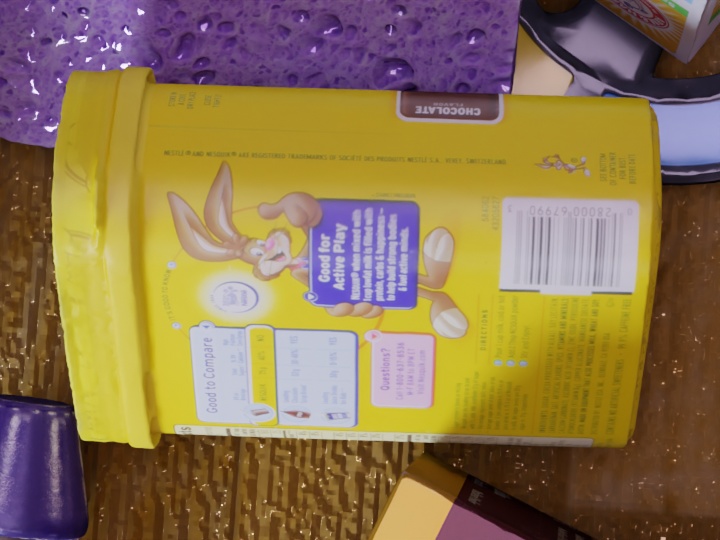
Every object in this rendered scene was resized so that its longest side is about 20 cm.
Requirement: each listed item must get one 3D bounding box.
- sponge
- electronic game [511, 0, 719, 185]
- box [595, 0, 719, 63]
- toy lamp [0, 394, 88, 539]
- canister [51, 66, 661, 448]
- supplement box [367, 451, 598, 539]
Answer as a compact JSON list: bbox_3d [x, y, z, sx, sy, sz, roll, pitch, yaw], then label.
[{"bbox_3d":[-0.043,-0.080,0.865,0.199,0.112,0.030,10,46,5],"label":"sponge"},{"bbox_3d":[0.117,-0.132,0.886,0.199,0.042,0.201,0,88,5],"label":"electronic game"},{"bbox_3d":[0.129,-0.188,0.821,0.112,0.101,0.200,37,84,8],"label":"box"},{"bbox_3d":[-0.137,0.147,0.892,0.058,0.058,0.201,10,91,5],"label":"toy lamp"},{"bbox_3d":[0.000,0.000,0.842,0.199,0.149,0.087,2,50,1],"label":"canister"},{"bbox_3d":[0.064,0.196,0.836,0.200,0.133,0.198,27,90,5],"label":"supplement box"}]
